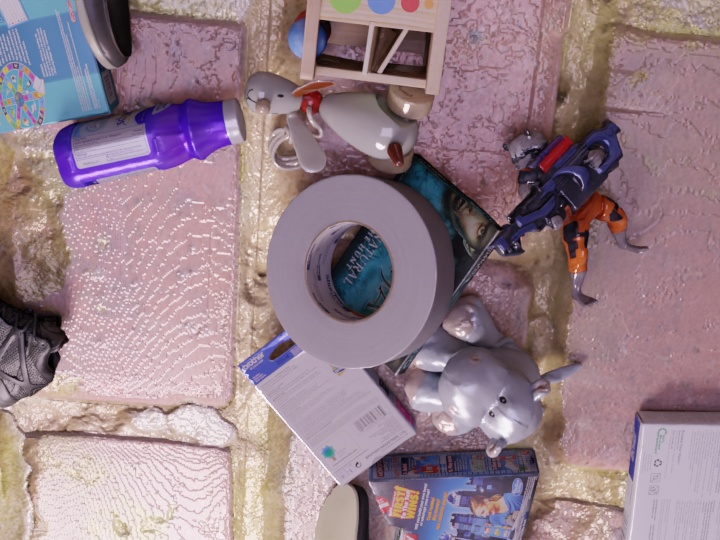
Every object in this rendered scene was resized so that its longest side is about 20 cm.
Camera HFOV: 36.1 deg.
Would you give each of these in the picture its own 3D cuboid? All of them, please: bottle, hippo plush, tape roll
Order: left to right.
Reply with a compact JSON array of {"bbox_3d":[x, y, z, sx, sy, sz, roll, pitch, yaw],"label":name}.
[{"bbox_3d":[-0.220,-0.139,1.168,0.196,0.084,0.066,-11,110,6],"label":"bottle"},{"bbox_3d":[0.000,0.000,1.179,0.197,0.066,0.204,2,94,24],"label":"tape roll"},{"bbox_3d":[0.136,0.145,1.227,0.198,0.161,0.160,33,108,-11],"label":"hippo plush"}]

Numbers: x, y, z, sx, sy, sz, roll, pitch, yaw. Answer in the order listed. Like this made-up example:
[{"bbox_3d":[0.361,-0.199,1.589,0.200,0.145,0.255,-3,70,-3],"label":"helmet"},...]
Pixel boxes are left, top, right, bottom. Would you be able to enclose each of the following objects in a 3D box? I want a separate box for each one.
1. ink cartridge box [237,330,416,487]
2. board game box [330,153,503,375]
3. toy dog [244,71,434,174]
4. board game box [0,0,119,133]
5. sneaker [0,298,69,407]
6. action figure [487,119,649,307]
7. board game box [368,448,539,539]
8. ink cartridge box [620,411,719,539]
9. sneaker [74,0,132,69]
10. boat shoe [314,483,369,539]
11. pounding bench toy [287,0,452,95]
[{"bbox_3d":[-0.038,0.145,1.295,0.119,0.042,0.201,-36,108,13],"label":"ink cartridge box"},{"bbox_3d":[0.052,-0.006,1.209,0.135,0.028,0.201,41,109,20],"label":"board game box"},{"bbox_3d":[-0.020,-0.146,1.135,0.196,0.097,0.134,-5,126,8],"label":"toy dog"},{"bbox_3d":[-0.370,-0.225,1.157,0.196,0.047,0.154,-9,110,5],"label":"board game box"},{"bbox_3d":[-0.402,0.052,1.250,0.113,0.076,0.202,-22,112,7],"label":"sneaker"},{"bbox_3d":[0.205,-0.058,1.181,0.199,0.104,0.195,-36,103,-18],"label":"action figure"},{"bbox_3d":[0.097,0.300,1.340,0.196,0.062,0.203,11,111,-2],"label":"board game box"},{"bbox_3d":[0.420,0.266,1.332,0.196,0.043,0.200,1,109,-2],"label":"ink cartridge box"},{"bbox_3d":[-0.231,-0.306,1.108,0.104,0.075,0.204,-3,110,5],"label":"sneaker"},{"bbox_3d":[-0.017,0.356,1.365,0.062,0.073,0.205,-1,104,-37],"label":"boat shoe"},{"bbox_3d":[0.013,-0.292,1.085,0.153,0.125,0.204,7,111,-1],"label":"pounding bench toy"}]
